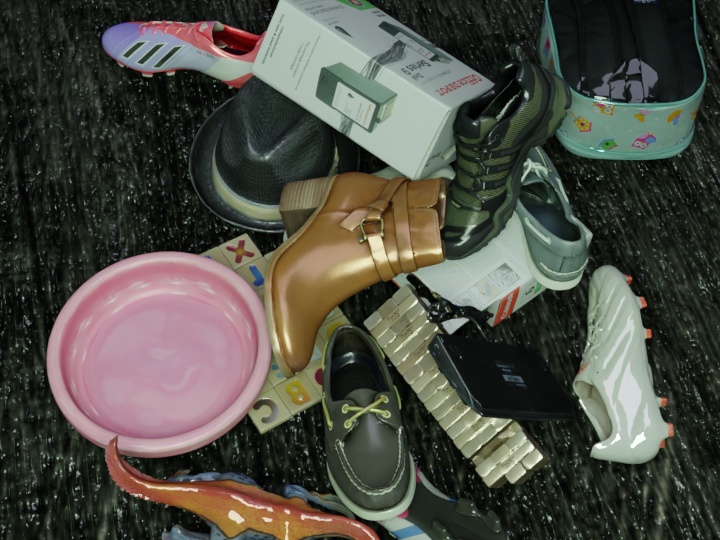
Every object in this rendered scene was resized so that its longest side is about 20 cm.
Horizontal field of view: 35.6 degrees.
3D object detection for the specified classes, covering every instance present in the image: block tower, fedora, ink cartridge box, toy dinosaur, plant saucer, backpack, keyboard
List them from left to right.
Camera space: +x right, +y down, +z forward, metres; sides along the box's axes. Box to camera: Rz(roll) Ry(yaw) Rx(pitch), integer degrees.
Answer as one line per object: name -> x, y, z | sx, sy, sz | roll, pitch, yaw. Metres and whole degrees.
plant saucer -> -0.176, 0.078, 0.999 | 0.197, 0.051, 0.203 | 1, 55, -1
toy dinosaur -> -0.077, 0.206, 0.867 | 0.179, 0.200, 0.107 | -5, 64, 30
fedora -> -0.087, -0.139, 1.147 | 0.197, 0.092, 0.203 | 3, 53, -3
ink cartridge box -> 0.017, -0.188, 1.097 | 0.199, 0.085, 0.146 | 34, 29, 11
block tower -> 0.080, 0.102, 0.983 | 0.054, 0.058, 0.201 | -40, 71, 5
ink cartridge box -> 0.121, -0.009, 1.101 | 0.199, 0.051, 0.109 | -33, 63, -25
keyboard -> 0.115, 0.078, 0.975 | 0.199, 0.021, 0.128 | 15, 41, -55
backpack -> 0.276, -0.203, 1.194 | 0.173, 0.155, 0.202 | 2, 43, -2

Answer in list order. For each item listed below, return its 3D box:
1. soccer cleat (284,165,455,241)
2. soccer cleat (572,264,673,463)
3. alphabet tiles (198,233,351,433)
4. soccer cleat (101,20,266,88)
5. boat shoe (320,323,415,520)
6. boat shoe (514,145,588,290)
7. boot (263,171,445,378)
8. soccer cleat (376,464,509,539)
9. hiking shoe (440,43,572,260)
soccer cleat -> 0.016, -0.061, 1.102 | 0.198, 0.070, 0.077 | -27, 39, -26
soccer cleat -> 0.230, 0.081, 1.036 | 0.076, 0.070, 0.203 | -3, 57, -4
alphabet tiles -> -0.101, 0.054, 1.058 | 0.165, 0.006, 0.201 | -25, 60, -23
soccer cleat -> -0.189, -0.250, 1.231 | 0.197, 0.077, 0.067 | 15, 53, 5
boat shoe -> 0.000, 0.121, 0.933 | 0.071, 0.061, 0.202 | -10, 32, -5
boat shoe -> 0.173, -0.078, 1.085 | 0.072, 0.062, 0.202 | -8, 54, -10
boot -> 0.000, 0.000, 0.988 | 0.153, 0.077, 0.202 | -1, 53, 12
soccer cleat -> 0.043, 0.209, 0.925 | 0.069, 0.087, 0.199 | -28, 37, -30
hiking shoe -> 0.109, -0.109, 1.037 | 0.075, 0.100, 0.202 | 33, 95, 48
